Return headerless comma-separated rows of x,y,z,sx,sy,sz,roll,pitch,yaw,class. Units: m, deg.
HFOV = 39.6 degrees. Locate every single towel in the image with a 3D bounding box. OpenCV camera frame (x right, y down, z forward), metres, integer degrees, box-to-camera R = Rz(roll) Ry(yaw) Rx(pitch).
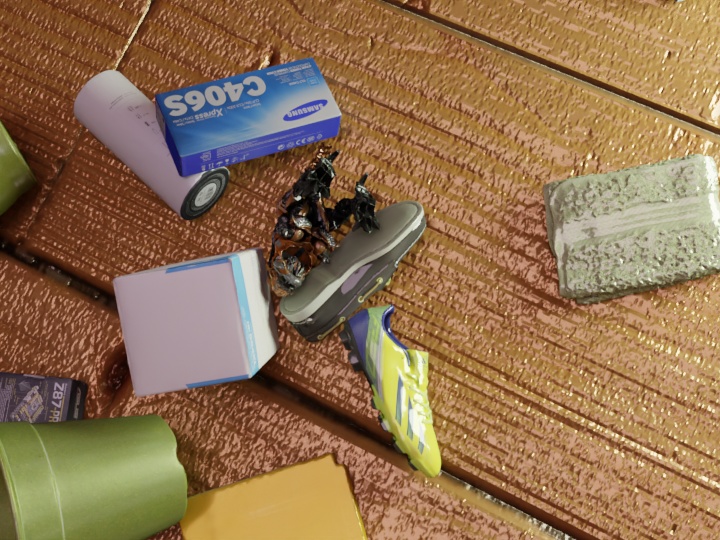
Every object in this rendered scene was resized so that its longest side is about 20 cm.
0.310,-0.047,1.121,0.198,0.036,0.150,-10,77,6,towel

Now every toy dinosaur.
-0.061,-0.070,1.148,0.135,0.102,0.202,-28,61,43,toy dinosaur

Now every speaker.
-0.254,-0.154,1.212,0.200,0.081,0.081,41,86,15,speaker

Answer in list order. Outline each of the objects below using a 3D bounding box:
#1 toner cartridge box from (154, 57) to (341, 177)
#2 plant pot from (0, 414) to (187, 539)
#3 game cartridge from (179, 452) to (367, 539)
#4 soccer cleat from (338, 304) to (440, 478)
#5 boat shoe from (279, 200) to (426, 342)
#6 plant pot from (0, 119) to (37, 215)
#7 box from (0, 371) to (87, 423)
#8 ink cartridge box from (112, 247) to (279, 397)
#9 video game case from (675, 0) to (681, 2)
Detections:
-0.132,-0.182,1.175,0.199,0.043,0.095,-18,65,-18,toner cartridge box
-0.293,0.233,1.066,0.189,0.200,0.201,-11,72,-31,plant pot
-0.090,0.313,1.107,0.199,0.032,0.178,-17,75,2,game cartridge
0.048,0.130,1.108,0.083,0.065,0.201,-26,75,-2,soccer cleat
0.000,0.000,1.149,0.201,0.061,0.072,-39,35,-5,boat shoe
-0.502,-0.112,1.198,0.192,0.201,0.201,-32,74,-12,plant pot
-0.416,0.220,1.168,0.160,0.049,0.202,3,78,11,box
-0.169,0.050,1.102,0.127,0.200,0.126,-10,93,6,ink cartridge box
0.434,-0.437,1.186,0.180,0.045,0.202,-15,76,7,video game case
